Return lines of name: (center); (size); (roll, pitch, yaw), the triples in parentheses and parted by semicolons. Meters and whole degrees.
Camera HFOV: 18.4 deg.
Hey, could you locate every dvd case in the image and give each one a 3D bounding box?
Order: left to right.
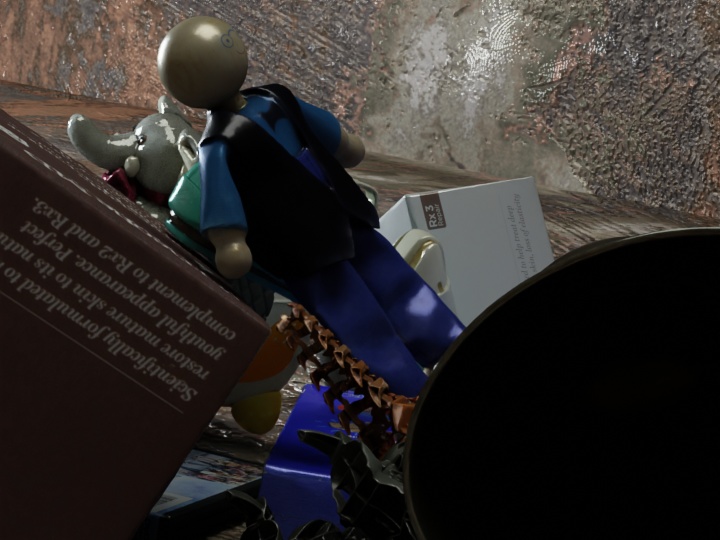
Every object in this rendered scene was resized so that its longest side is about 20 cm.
dvd case: (-0.153, 0.104, 1.170); (0.198, 0.018, 0.142); (10, 8, 23)

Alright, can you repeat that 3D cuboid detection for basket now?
basket: (0.109, 0.049, 0.842); (0.179, 0.137, 0.200); (-19, 3, 6)

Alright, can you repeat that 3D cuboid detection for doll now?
doll: (-0.021, -0.026, 0.972); (0.048, 0.200, 0.137); (-31, 14, 34)

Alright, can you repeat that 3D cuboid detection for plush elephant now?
plush elephant: (-0.182, -0.060, 1.764); (0.198, 0.156, 0.165); (5, 9, -18)

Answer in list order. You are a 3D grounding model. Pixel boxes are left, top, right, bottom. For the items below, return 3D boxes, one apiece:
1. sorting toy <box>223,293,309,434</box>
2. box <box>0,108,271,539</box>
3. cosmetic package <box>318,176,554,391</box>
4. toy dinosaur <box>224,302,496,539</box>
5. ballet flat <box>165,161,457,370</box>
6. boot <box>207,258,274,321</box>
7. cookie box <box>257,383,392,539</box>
sorting toy: (-0.155, 0.045, 1.314); (0.179, 0.108, 0.199); (-8, 16, -40)
box: (-0.164, 0.030, 0.979); (0.165, 0.165, 0.200); (35, 0, -17)
cosmetic package: (0.040, 0.031, 1.237); (0.080, 0.114, 0.200); (-9, -10, -21)
toy dinosaur: (0.018, 0.107, 0.881); (0.200, 0.103, 0.135); (38, 23, 30)
ballet flat: (0.000, 0.000, 1.052); (0.199, 0.071, 0.067); (35, 6, -29)
boot: (-0.148, 0.026, 1.203); (0.131, 0.070, 0.200); (14, 33, 36)
cookie box: (0.038, 0.118, 1.051); (0.169, 0.076, 0.200); (9, 7, 3)
